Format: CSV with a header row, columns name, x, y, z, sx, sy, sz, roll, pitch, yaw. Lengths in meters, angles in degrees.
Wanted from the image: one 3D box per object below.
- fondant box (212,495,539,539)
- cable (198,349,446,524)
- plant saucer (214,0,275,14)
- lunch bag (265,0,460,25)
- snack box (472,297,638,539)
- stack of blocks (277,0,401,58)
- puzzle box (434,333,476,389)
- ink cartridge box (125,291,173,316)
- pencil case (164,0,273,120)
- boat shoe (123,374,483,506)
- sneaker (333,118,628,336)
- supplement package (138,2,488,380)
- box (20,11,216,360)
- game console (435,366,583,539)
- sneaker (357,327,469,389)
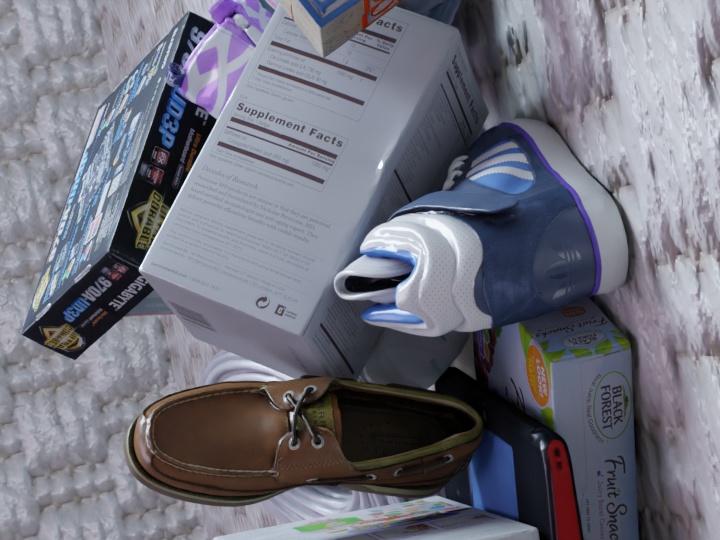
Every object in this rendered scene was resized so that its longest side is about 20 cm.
name,x,y,z,sx,sy,sz,roll,pitch,yaw
fondant box,0.006,0.174,1.197,0.200,0.144,0.059,-179,80,-76
cable,-0.019,0.115,1.411,0.200,0.069,0.200,50,149,-8
plant saucer,-0.083,-0.193,1.512,0.200,0.027,0.201,168,90,-83
lunch bag,-0.018,-0.227,1.337,0.170,0.127,0.201,-148,44,-66
snack box,0.112,0.104,1.236,0.142,0.053,0.201,-127,28,-61
stack of blocks,-0.035,-0.234,1.186,0.200,0.115,0.059,53,174,9
puzzle box,0.073,0.053,1.435,0.133,0.025,0.201,-149,48,-75
ink cartridge box,-0.064,-0.007,1.504,0.176,0.199,0.045,-93,1,-55
pencil case,-0.020,-0.099,1.360,0.200,0.084,0.086,34,142,4
boat shoe,-0.029,0.086,1.184,0.068,0.199,0.072,131,134,-57
sneaker,0.048,-0.024,1.181,0.200,0.146,0.081,-130,30,-65
supplement package,-0.022,-0.048,1.233,0.201,0.109,0.114,-63,-21,-15
box,-0.156,-0.057,1.453,0.159,0.046,0.201,-37,33,53
game console,0.085,0.158,1.216,0.200,0.031,0.178,-150,48,-72
sneaker,0.000,0.000,1.320,0.200,0.080,0.070,52,-176,35
